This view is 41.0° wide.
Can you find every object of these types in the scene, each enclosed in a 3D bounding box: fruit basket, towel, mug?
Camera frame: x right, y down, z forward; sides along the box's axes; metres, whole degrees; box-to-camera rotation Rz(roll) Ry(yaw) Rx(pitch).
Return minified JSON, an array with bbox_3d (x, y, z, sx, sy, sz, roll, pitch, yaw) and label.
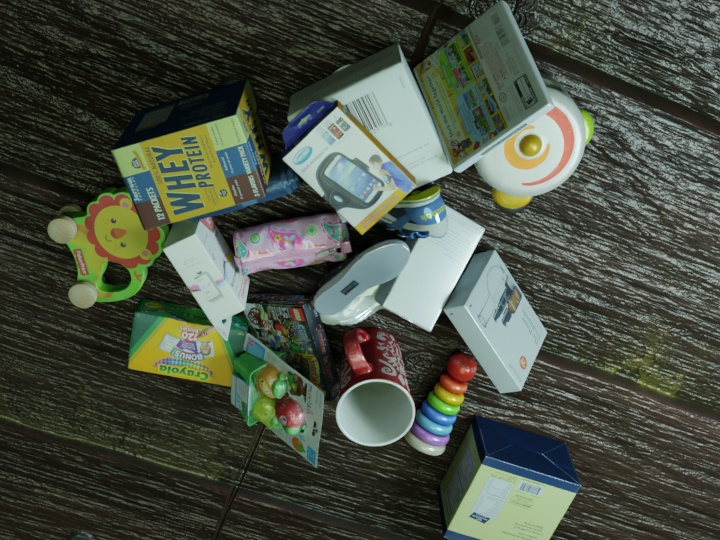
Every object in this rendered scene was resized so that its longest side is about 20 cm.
[{"bbox_3d":[-0.144,0.231,1.684,0.094,0.200,0.186,-24,137,-35],"label":"fruit basket"},{"bbox_3d":[-0.191,-0.134,1.575,0.199,0.112,0.049,-15,117,6],"label":"towel"},{"bbox_3d":[0.026,0.176,1.682,0.133,0.200,0.178,6,115,-4],"label":"mug"}]

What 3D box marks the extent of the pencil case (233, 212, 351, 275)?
[{"bbox_3d":[-0.114,-0.045,1.636,0.199,0.088,0.088,-7,116,3],"label":"pencil case"}]

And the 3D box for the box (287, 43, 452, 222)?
[{"bbox_3d":[0.015,-0.218,1.529,0.198,0.131,0.200,-24,114,11],"label":"box"}]

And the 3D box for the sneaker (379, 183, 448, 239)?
[{"bbox_3d":[0.075,-0.088,1.562,0.074,0.200,0.082,-33,106,-19],"label":"sneaker"}]

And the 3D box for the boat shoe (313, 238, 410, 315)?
[{"bbox_3d":[0.000,0.000,1.614,0.070,0.066,0.200,36,120,-26],"label":"boat shoe"}]

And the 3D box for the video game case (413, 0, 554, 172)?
[{"bbox_3d":[0.182,-0.279,1.464,0.182,0.201,0.023,-34,152,31],"label":"video game case"}]

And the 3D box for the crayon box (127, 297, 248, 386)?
[{"bbox_3d":[-0.309,0.130,1.729,0.199,0.058,0.119,11,115,-7],"label":"crayon box"}]

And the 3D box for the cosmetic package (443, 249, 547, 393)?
[{"bbox_3d":[0.238,0.089,1.671,0.052,0.151,0.200,-13,122,43],"label":"cosmetic package"}]

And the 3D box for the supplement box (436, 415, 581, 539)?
[{"bbox_3d":[0.277,0.418,1.840,0.199,0.134,0.200,19,114,-10],"label":"supplement box"}]

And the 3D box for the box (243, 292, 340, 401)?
[{"bbox_3d":[-0.122,0.136,1.714,0.136,0.038,0.201,1,120,32],"label":"box"}]

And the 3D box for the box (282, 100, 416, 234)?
[{"bbox_3d":[-0.024,-0.162,1.462,0.119,0.042,0.200,-41,112,17],"label":"box"}]

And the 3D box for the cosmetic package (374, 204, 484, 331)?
[{"bbox_3d":[0.116,-0.010,1.628,0.101,0.074,0.200,30,91,-14],"label":"cosmetic package"}]

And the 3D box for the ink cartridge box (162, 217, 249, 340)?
[{"bbox_3d":[-0.248,0.007,1.640,0.067,0.117,0.200,-24,115,11],"label":"ink cartridge box"}]

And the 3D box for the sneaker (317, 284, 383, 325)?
[{"bbox_3d":[0.007,0.029,1.688,0.199,0.078,0.100,-20,108,-2],"label":"sneaker"}]

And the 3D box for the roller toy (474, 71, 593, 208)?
[{"bbox_3d":[0.258,-0.216,1.531,0.200,0.140,0.182,-38,110,16],"label":"roller toy"}]

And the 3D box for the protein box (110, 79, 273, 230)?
[{"bbox_3d":[-0.254,-0.185,1.500,0.198,0.200,0.135,-15,115,6],"label":"protein box"}]

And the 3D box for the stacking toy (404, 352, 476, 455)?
[{"bbox_3d":[0.158,0.241,1.791,0.085,0.085,0.200,22,107,-12],"label":"stacking toy"}]

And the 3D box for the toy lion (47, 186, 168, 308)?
[{"bbox_3d":[-0.414,-0.042,1.628,0.191,0.069,0.201,-5,117,9],"label":"toy lion"}]
